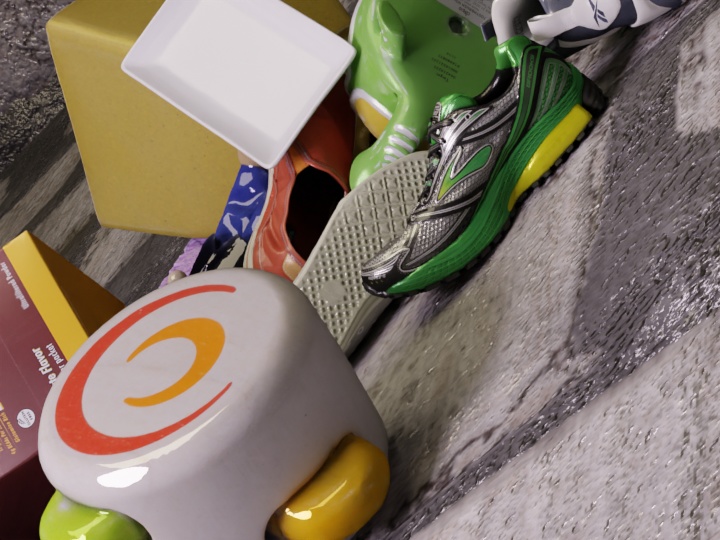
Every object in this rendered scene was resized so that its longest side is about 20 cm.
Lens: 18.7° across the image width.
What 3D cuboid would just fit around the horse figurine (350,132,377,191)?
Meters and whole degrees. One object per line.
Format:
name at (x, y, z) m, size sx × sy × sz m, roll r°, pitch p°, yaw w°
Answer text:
horse figurine at (-0.031, -0.005, 1.616) m, size 0.132 × 0.050 × 0.201 m, roll -22°, pitch 35°, yaw 52°

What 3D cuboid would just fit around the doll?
doll at (-0.101, 0.002, 1.605) m, size 0.136 × 0.048 × 0.201 m, roll -1°, pitch 58°, yaw 49°

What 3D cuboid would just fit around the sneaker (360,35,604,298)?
sneaker at (0.064, -0.066, 1.421) m, size 0.200 × 0.085 × 0.078 m, roll -51°, pitch 15°, yaw -4°

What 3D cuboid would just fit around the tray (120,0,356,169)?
tray at (-0.088, -0.151, 1.593) m, size 0.200 × 0.022 × 0.108 m, roll 35°, pitch 88°, yaw 42°

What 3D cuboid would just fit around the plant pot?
plant pot at (-0.100, -0.141, 1.758) m, size 0.199 × 0.196 × 0.195 m, roll 17°, pitch 42°, yaw 39°

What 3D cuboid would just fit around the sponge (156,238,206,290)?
sponge at (-0.088, -0.027, 1.762) m, size 0.111 × 0.030 × 0.200 m, roll -18°, pitch 21°, yaw 19°

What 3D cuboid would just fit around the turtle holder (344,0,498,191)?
turtle holder at (0.055, -0.136, 1.567) m, size 0.132 × 0.140 × 0.187 m, roll 130°, pitch 138°, yaw -56°

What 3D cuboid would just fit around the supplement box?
supplement box at (-0.239, 0.106, 1.464) m, size 0.199 × 0.133 × 0.197 m, roll -35°, pitch -20°, yaw 2°

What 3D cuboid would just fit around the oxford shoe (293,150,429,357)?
oxford shoe at (0.000, 0.000, 1.487) m, size 0.200 × 0.075 × 0.058 m, roll -52°, pitch -9°, yaw -9°

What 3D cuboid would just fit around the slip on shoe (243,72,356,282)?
slip on shoe at (-0.032, -0.066, 1.563) m, size 0.061 × 0.074 × 0.201 m, roll -26°, pitch 41°, yaw 46°

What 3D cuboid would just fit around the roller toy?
roller toy at (-0.080, 0.102, 1.274) m, size 0.199 × 0.140 × 0.183 m, roll -22°, pitch 33°, yaw 15°

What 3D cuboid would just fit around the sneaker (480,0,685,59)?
sneaker at (0.136, -0.198, 1.490) m, size 0.129 × 0.080 × 0.200 m, roll -24°, pitch 28°, yaw 2°
